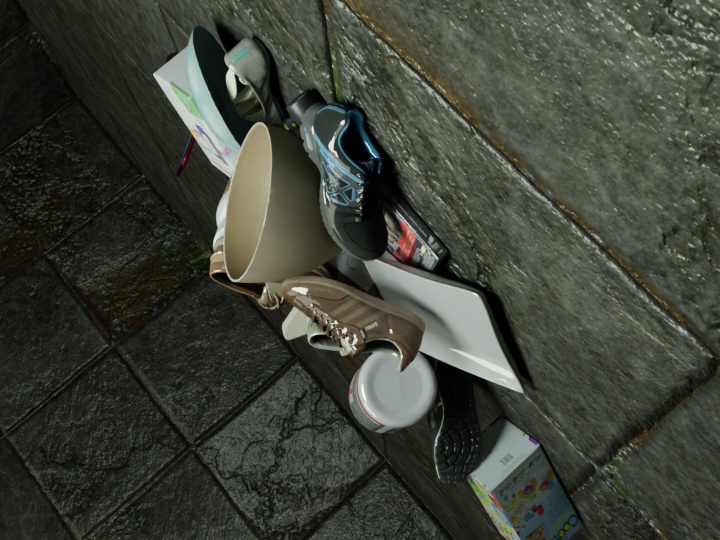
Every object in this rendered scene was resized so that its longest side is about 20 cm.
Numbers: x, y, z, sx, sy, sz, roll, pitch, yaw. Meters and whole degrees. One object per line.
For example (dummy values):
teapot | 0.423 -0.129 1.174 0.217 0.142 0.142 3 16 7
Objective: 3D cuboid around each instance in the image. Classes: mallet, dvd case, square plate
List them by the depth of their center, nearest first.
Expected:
dvd case | 0.031 -0.074 1.165 0.200 0.022 0.146 48 168 10
square plate | 0.111 0.062 1.165 0.197 0.029 0.201 20 151 42
mallet | -0.071 -0.188 1.186 0.066 0.041 0.200 50 173 -7

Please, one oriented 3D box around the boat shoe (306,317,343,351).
boat shoe | 0.015 0.097 1.357 0.062 0.197 0.073 -83 -6 -47

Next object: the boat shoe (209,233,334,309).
boat shoe | -0.117 0.022 1.243 0.198 0.072 0.076 21 143 -4

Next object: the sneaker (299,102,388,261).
sneaker | -0.008 -0.099 1.059 0.081 0.073 0.202 9 127 51

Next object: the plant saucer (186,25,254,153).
plant saucer | -0.199 -0.241 1.269 0.201 0.038 0.203 -23 -89 -79

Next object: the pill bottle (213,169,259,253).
pill bottle | -0.153 -0.090 1.346 0.115 0.113 0.201 58 -154 -31

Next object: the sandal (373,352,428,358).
sandal | 0.102 0.143 1.460 0.057 0.081 0.200 2 -157 -46

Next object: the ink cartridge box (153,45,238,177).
ink cartridge box | -0.225 -0.245 1.453 0.145 0.087 0.201 38 165 46

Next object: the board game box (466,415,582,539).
board game box | 0.246 0.344 1.404 0.103 0.105 0.201 33 158 56

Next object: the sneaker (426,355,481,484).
sneaker | 0.133 0.216 1.366 0.087 0.075 0.203 180 91 -73

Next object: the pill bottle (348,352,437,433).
pill bottle | 0.042 0.183 1.357 0.116 0.116 0.200 49 166 6

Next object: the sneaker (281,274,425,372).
sneaker | -0.016 0.068 1.171 0.198 0.076 0.071 18 155 4

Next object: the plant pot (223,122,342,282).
plant pot | -0.084 -0.076 1.158 0.133 0.203 0.200 9 -176 -22

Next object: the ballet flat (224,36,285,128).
ballet flat | -0.150 -0.242 1.234 0.068 0.063 0.200 48 168 18

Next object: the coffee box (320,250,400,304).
coffee box | 0.000 0.000 1.311 0.200 0.080 0.115 44 173 48

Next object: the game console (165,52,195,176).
game console | -0.348 -0.289 1.701 0.173 0.118 0.200 52 168 -9

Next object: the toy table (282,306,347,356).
toy table | -0.053 0.037 1.485 0.201 0.181 0.118 -92 -12 -52
